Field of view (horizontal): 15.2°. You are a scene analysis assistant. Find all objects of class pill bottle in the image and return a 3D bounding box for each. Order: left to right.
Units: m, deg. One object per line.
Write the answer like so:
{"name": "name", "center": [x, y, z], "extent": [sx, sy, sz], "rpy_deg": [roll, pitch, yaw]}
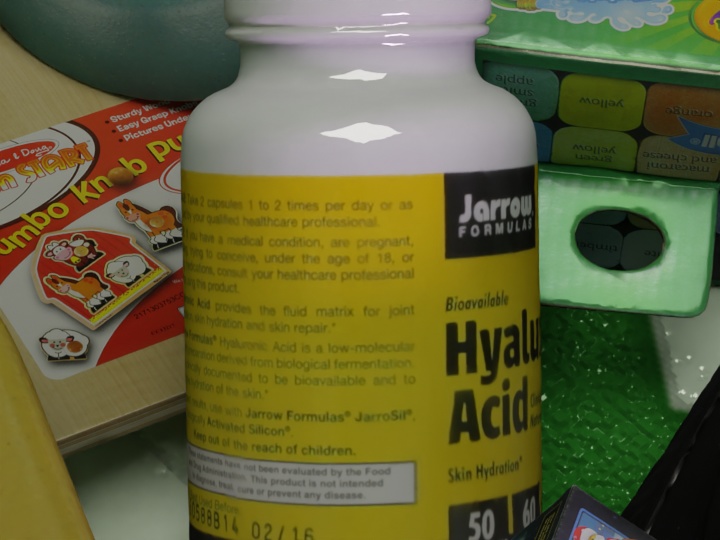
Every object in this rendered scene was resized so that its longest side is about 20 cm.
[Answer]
{"name": "pill bottle", "center": [0.000, 0.000, 0.830], "extent": [0.111, 0.111, 0.201], "rpy_deg": [-2, 96, -3]}

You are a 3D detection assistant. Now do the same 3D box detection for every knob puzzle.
{"name": "knob puzzle", "center": [-0.087, -0.023, 0.945], "extent": [0.218, 0.031, 0.220], "rpy_deg": [3, 46, -3]}

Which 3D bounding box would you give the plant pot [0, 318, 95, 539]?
{"name": "plant pot", "center": [-0.174, 0.095, 0.781], "extent": [0.195, 0.195, 0.200], "rpy_deg": [-12, 46, -8]}

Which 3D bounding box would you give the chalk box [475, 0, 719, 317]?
{"name": "chalk box", "center": [0.095, -0.078, 0.931], "extent": [0.124, 0.124, 0.201], "rpy_deg": [6, 57, 3]}

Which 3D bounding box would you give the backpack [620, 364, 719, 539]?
{"name": "backpack", "center": [0.158, 0.086, 0.798], "extent": [0.147, 0.183, 0.200], "rpy_deg": [33, 62, -7]}

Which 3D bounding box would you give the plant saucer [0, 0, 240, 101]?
{"name": "plant saucer", "center": [-0.064, -0.161, 0.950], "extent": [0.199, 0.036, 0.201], "rpy_deg": [-3, 81, 16]}

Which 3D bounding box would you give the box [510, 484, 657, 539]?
{"name": "box", "center": [0.008, 0.167, 0.706], "extent": [0.038, 0.137, 0.200], "rpy_deg": [34, 48, -9]}
